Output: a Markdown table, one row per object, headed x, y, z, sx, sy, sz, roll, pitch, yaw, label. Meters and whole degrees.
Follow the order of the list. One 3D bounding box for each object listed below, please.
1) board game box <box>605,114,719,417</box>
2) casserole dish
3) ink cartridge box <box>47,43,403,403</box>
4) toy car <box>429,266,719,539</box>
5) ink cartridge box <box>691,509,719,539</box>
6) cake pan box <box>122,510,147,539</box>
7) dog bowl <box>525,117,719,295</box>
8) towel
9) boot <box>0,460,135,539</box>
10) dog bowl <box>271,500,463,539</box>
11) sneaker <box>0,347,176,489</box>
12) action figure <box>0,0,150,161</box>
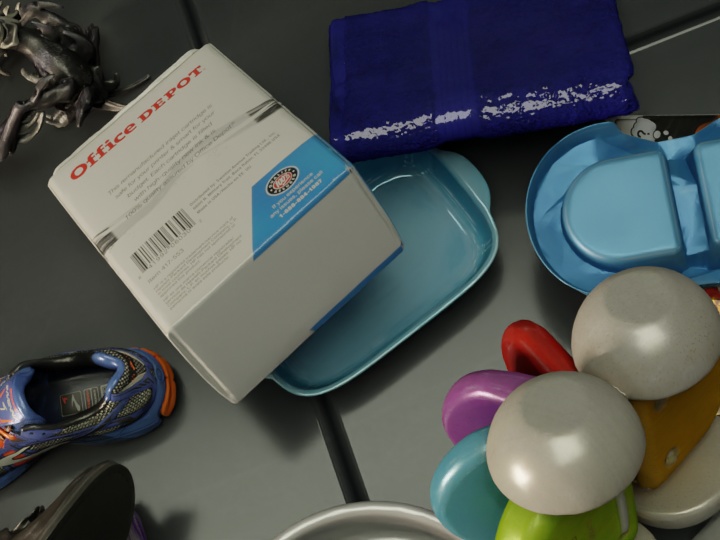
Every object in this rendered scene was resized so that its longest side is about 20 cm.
| x | y | z | sx | sy | sz | roll | pitch | yaw | label |
| --- | --- | --- | --- | --- | --- | --- | --- | --- | --- |
| 0.218 | -0.001 | 0.983 | 0.125 | 0.035 | 0.202 | 0 | 73 | 9 | board game box |
| 0.000 | 0.000 | 1.014 | 0.199 | 0.039 | 0.121 | -37 | 71 | -4 | casserole dish |
| -0.089 | -0.036 | 0.972 | 0.146 | 0.086 | 0.200 | -42 | 42 | -5 | ink cartridge box |
| 0.118 | 0.093 | 0.869 | 0.149 | 0.176 | 0.200 | 21 | 55 | 35 | toy car |
| 0.294 | 0.161 | 0.882 | 0.148 | 0.086 | 0.200 | 44 | 82 | 3 | ink cartridge box |
| -0.205 | 0.251 | 0.927 | 0.199 | 0.052 | 0.185 | -29 | 45 | -2 | cake pan box |
| 0.202 | -0.039 | 0.953 | 0.198 | 0.050 | 0.113 | -10 | 72 | 7 | dog bowl |
| 0.076 | -0.129 | 1.014 | 0.198 | 0.050 | 0.148 | -9 | 42 | 8 | towel |
| -0.250 | 0.167 | 0.935 | 0.173 | 0.069 | 0.200 | 26 | 68 | 36 | boot |
| 0.013 | 0.243 | 0.916 | 0.198 | 0.079 | 0.202 | -2 | 73 | 8 | dog bowl |
| -0.222 | 0.091 | 0.998 | 0.198 | 0.079 | 0.076 | -23 | 70 | 1 | sneaker |
| -0.249 | -0.141 | 1.063 | 0.199 | 0.102 | 0.120 | 24 | 41 | -24 | action figure |
